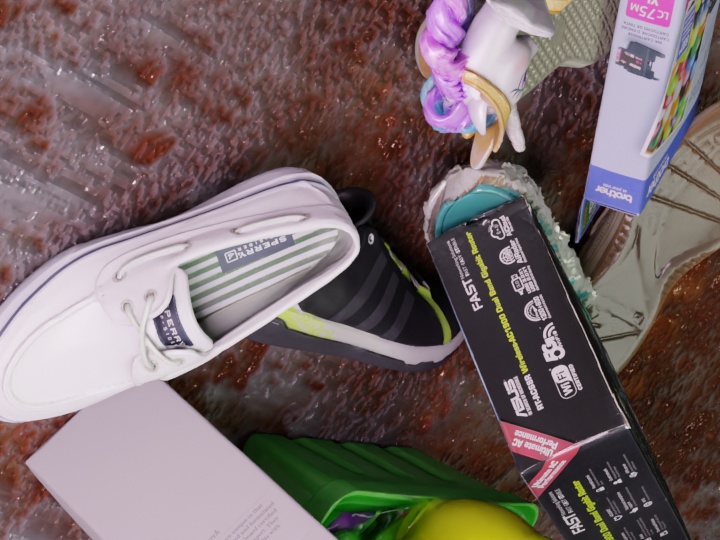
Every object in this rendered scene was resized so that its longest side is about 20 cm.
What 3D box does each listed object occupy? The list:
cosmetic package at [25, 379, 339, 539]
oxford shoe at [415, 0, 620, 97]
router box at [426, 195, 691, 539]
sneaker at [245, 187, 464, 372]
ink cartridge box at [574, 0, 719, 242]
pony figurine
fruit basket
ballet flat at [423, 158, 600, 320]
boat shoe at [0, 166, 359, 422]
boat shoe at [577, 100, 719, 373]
[{"bbox_3d":[-0.065,0.146,1.123,0.085,0.200,0.108,-45,142,-11],"label":"cosmetic package"},{"bbox_3d":[0.094,-0.139,1.177,0.200,0.058,0.075,-32,135,-49],"label":"oxford shoe"},{"bbox_3d":[0.112,0.074,1.216,0.062,0.150,0.200,-24,147,6],"label":"router box"},{"bbox_3d":[0.000,0.000,1.178,0.200,0.072,0.083,7,114,-51],"label":"sneaker"},{"bbox_3d":[0.168,-0.119,1.250,0.119,0.042,0.200,-54,160,-48],"label":"ink cartridge box"},{"bbox_3d":[0.061,-0.160,1.014,0.193,0.166,0.200,30,92,-47],"label":"pony figurine"},{"bbox_3d":[0.031,0.181,1.263,0.216,0.216,0.156,11,114,-52],"label":"fruit basket"},{"bbox_3d":[0.080,-0.021,1.262,0.072,0.072,0.200,-47,147,-6],"label":"ballet flat"},{"bbox_3d":[-0.093,0.013,1.057,0.200,0.067,0.074,-33,118,-8],"label":"boat shoe"},{"bbox_3d":[0.177,-0.025,1.366,0.072,0.065,0.200,30,100,-19],"label":"boat shoe"}]
